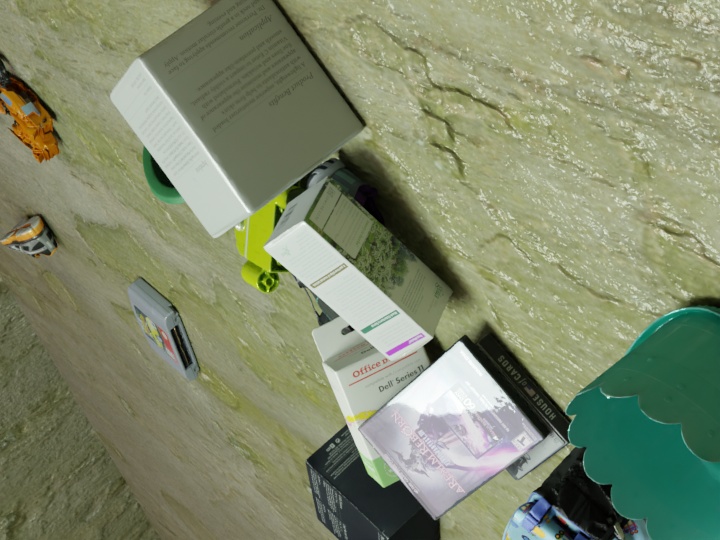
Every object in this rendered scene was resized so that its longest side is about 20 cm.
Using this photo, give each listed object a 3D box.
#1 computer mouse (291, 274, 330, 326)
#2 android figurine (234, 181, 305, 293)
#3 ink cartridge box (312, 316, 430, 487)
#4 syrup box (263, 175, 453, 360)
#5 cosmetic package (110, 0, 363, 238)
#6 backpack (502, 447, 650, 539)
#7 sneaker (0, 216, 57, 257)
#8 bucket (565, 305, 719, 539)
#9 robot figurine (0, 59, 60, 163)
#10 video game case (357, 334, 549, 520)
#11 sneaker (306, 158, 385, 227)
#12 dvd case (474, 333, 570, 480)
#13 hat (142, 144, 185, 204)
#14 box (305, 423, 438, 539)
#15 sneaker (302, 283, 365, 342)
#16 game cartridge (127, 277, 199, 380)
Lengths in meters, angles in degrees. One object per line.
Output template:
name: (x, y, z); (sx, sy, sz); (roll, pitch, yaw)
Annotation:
computer mouse: (-0.052, 0.046, 1.900); (0.201, 0.034, 0.059); (59, 174, -7)
android figurine: (-0.116, -0.070, 1.716); (0.200, 0.041, 0.184); (-151, 64, -61)
ink cartridge box: (0.031, 0.144, 1.715); (0.202, 0.116, 0.067); (67, 169, -13)
syrup box: (0.000, 0.000, 1.554); (0.200, 0.079, 0.081); (42, 136, -17)
cosmetic package: (-0.136, -0.171, 1.526); (0.201, 0.164, 0.165); (55, 159, -6)
backpack: (0.267, 0.307, 1.532); (0.200, 0.134, 0.183); (42, 158, 14)
sneaker: (-0.686, -0.061, 2.932); (0.077, 0.078, 0.200); (48, 162, -20)
bucket: (0.291, 0.138, 1.206); (0.207, 0.135, 0.208); (41, 156, 22)
robot figurine: (-0.590, -0.280, 2.403); (0.200, 0.058, 0.145); (43, 156, 19)
video game case: (0.102, 0.182, 1.610); (0.143, 0.019, 0.200); (49, 126, 4)
sneaker: (-0.009, -0.033, 1.624); (0.087, 0.074, 0.201); (31, 151, 31)
dvd case: (0.166, 0.163, 1.649); (0.150, 0.025, 0.200); (48, 158, 8)
hat: (-0.158, -0.139, 1.762); (0.176, 0.165, 0.201); (31, -153, -46)
box: (0.021, 0.358, 2.144); (0.182, 0.104, 0.201); (41, 157, 27)
sneaker: (-0.043, 0.013, 1.760); (0.201, 0.075, 0.079); (59, 160, -17)
game cartridge: (-0.367, 0.107, 2.614); (0.133, 0.041, 0.201); (41, 157, 35)
